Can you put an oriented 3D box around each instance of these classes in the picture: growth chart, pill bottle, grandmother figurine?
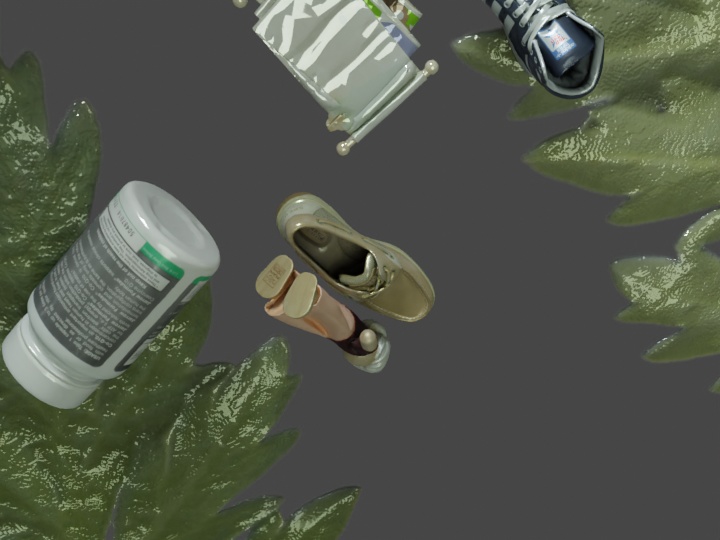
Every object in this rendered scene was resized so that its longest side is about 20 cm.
[{"bbox_3d":[-0.015,-0.216,0.872,0.144,0.018,0.200,-36,120,7],"label":"growth chart"},{"bbox_3d":[-0.232,0.026,0.899,0.113,0.113,0.200,38,104,-28],"label":"pill bottle"},{"bbox_3d":[-0.028,0.051,0.964,0.061,0.121,0.200,-46,143,1],"label":"grandmother figurine"}]

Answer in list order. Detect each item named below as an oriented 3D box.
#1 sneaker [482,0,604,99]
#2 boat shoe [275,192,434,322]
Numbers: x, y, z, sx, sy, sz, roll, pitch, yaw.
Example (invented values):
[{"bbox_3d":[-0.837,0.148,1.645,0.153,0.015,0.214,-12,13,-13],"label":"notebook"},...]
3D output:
[{"bbox_3d":[0.143,-0.233,0.847,0.070,0.109,0.200,-38,120,9],"label":"sneaker"},{"bbox_3d":[0.000,0.000,0.968,0.199,0.065,0.072,37,105,-28],"label":"boat shoe"}]
